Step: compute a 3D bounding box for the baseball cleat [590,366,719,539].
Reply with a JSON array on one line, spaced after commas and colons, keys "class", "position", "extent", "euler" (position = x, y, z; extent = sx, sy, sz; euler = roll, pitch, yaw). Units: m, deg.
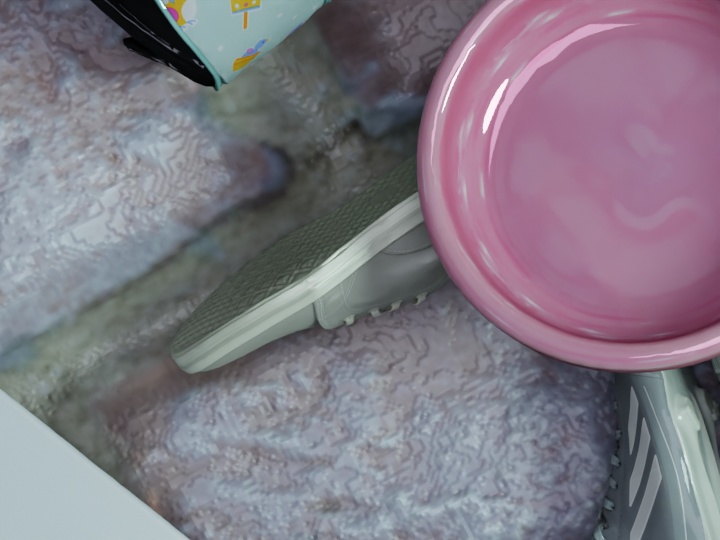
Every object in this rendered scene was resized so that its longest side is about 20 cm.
[{"class": "baseball cleat", "position": [0.133, 0.110, 1.206], "extent": [0.106, 0.070, 0.200], "euler": [-22, 71, 21]}]

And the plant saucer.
[{"class": "plant saucer", "position": [0.127, -0.050, 1.143], "extent": [0.200, 0.051, 0.201], "euler": [-2, 79, 12]}]

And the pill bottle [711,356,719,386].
[{"class": "pill bottle", "position": [0.241, 0.084, 1.189], "extent": [0.113, 0.113, 0.200], "euler": [-18, 88, -3]}]

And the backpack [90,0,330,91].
[{"class": "backpack", "position": [-0.089, -0.189, 1.162], "extent": [0.153, 0.176, 0.200], "euler": [-33, 98, -4]}]

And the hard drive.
[{"class": "hard drive", "position": [-0.126, 0.148, 1.168], "extent": [0.200, 0.132, 0.027], "euler": [38, 119, 1]}]

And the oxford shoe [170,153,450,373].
[{"class": "oxford shoe", "position": [0.000, 0.000, 1.210], "extent": [0.200, 0.075, 0.058], "euler": [-32, 112, -3]}]
